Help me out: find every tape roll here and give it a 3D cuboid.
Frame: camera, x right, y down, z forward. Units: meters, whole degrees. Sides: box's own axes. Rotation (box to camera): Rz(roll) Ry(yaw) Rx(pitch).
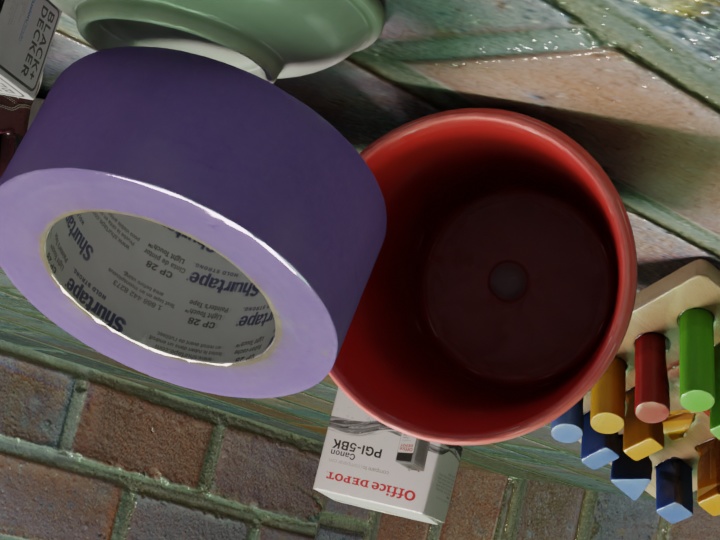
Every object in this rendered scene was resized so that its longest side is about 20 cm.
[{"bbox_3d":[-0.092,-0.021,0.930,0.200,0.085,0.200,15,149,10],"label":"tape roll"}]

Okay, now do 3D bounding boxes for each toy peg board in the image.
[{"bbox_3d":[0.247,0.121,1.332,0.200,0.098,0.199,37,130,-26],"label":"toy peg board"}]

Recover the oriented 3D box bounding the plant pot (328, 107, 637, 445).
[{"bbox_3d":[0.082,0.006,1.083,0.200,0.201,0.177,11,-179,16],"label":"plant pot"}]

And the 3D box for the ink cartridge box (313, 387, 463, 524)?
[{"bbox_3d":[0.044,0.182,2.038,0.146,0.200,0.083,9,169,22],"label":"ink cartridge box"}]

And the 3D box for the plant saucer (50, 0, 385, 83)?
[{"bbox_3d":[-0.089,-0.133,0.893,0.200,0.050,0.200,14,170,3],"label":"plant saucer"}]

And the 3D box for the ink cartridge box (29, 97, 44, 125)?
[{"bbox_3d":[-0.243,-0.086,1.295,0.200,0.067,0.117,12,170,-9],"label":"ink cartridge box"}]

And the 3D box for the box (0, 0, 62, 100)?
[{"bbox_3d":[-0.258,-0.160,0.946,0.116,0.060,0.200,11,170,16],"label":"box"}]

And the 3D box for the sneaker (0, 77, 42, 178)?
[{"bbox_3d":[-0.264,-0.054,1.158,0.076,0.116,0.200,11,137,-13],"label":"sneaker"}]
